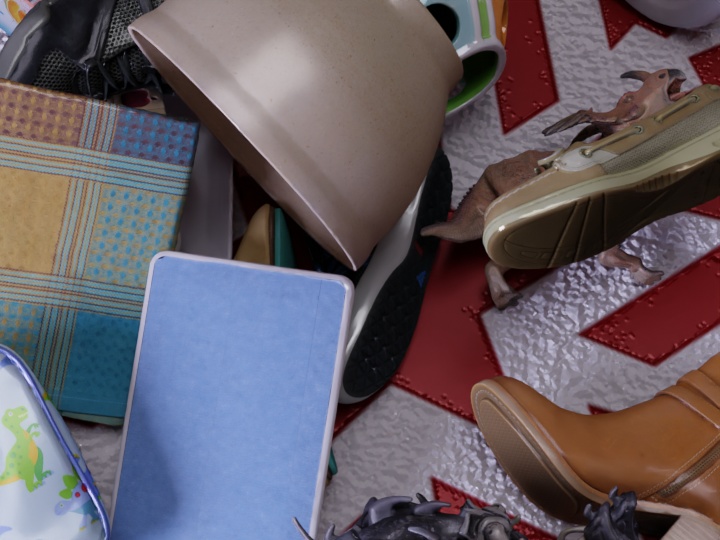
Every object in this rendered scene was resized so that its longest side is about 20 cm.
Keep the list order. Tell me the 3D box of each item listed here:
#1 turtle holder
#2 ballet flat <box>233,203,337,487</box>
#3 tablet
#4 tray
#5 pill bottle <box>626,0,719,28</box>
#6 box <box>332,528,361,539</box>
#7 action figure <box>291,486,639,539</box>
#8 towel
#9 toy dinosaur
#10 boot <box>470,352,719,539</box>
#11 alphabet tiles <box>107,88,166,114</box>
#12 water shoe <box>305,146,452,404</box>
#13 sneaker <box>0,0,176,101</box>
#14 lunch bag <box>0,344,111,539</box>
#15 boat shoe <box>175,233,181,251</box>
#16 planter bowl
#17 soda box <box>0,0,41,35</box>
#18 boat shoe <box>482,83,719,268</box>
[{"bbox_3d":[0.017,-0.167,1.064,0.185,0.141,0.132,-22,64,-28],"label":"turtle holder"},{"bbox_3d":[-0.063,0.048,0.989,0.063,0.069,0.200,-15,61,4],"label":"ballet flat"},{"bbox_3d":[-0.080,0.094,0.936,0.130,0.014,0.200,8,86,11],"label":"tablet"},{"bbox_3d":[-0.137,-0.080,1.068,0.107,0.022,0.200,-6,61,9],"label":"tray"},{"bbox_3d":[0.275,-0.284,1.163,0.112,0.112,0.200,34,64,14],"label":"pill bottle"},{"bbox_3d":[-0.002,0.262,0.798,0.104,0.200,0.182,-28,67,-18],"label":"box"},{"bbox_3d":[0.060,0.175,0.879,0.200,0.119,0.102,-5,95,8],"label":"action figure"},{"bbox_3d":[-0.188,-0.010,0.953,0.146,0.022,0.200,11,99,-14],"label":"towel"},{"bbox_3d":[0.130,-0.057,1.048,0.200,0.086,0.136,-11,63,-5],"label":"toy dinosaur"},{"bbox_3d":[0.181,0.101,0.973,0.200,0.074,0.155,43,68,5],"label":"boot"},{"bbox_3d":[-0.224,-0.084,1.019,0.200,0.006,0.167,-8,38,-10],"label":"alphabet tiles"},{"bbox_3d":[0.000,0.000,1.027,0.079,0.072,0.200,6,56,26],"label":"water shoe"},{"bbox_3d":[-0.151,-0.142,1.023,0.114,0.076,0.199,34,57,21],"label":"sneaker"},{"bbox_3d":[-0.256,0.141,0.894,0.200,0.082,0.161,-30,87,-15],"label":"lunch bag"},{"bbox_3d":[-0.218,-0.032,1.007,0.200,0.060,0.076,3,58,8],"label":"boat shoe"},{"bbox_3d":[-0.023,-0.117,0.942,0.135,0.200,0.200,-43,71,-4],"label":"planter bowl"},{"bbox_3d":[-0.263,-0.229,1.113,0.200,0.068,0.064,39,65,22],"label":"soda box"},{"bbox_3d":[0.157,-0.061,0.965,0.200,0.073,0.063,-23,60,-16],"label":"boat shoe"}]
